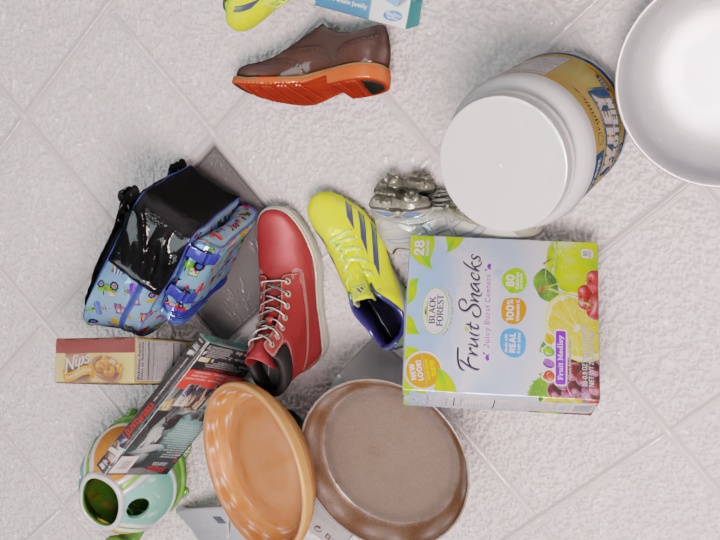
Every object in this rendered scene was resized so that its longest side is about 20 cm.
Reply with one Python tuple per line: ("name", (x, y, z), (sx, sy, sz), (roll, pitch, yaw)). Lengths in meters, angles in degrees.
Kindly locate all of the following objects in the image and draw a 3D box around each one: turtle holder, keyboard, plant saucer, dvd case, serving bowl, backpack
("turtle holder", (-0.316, 0.288, 1.426), (0.141, 0.132, 0.186), (42, 118, 4))
("keyboard", (-0.178, 0.329, 1.401), (0.199, 0.011, 0.057), (-18, 109, 51))
("plant saucer", (0.028, 0.207, 1.175), (0.197, 0.032, 0.203), (8, 111, 20))
("plant saucer", (-0.112, 0.222, 1.230), (0.199, 0.037, 0.203), (19, 116, 46))
("dvd case", (-0.215, 0.165, 1.294), (0.022, 0.146, 0.201), (40, 96, 22))
("serving bowl", (0.346, -0.184, 1.019), (0.197, 0.066, 0.203), (8, 111, 21))
("backpack", (-0.231, -0.005, 1.260), (0.134, 0.183, 0.201), (33, 111, 2))

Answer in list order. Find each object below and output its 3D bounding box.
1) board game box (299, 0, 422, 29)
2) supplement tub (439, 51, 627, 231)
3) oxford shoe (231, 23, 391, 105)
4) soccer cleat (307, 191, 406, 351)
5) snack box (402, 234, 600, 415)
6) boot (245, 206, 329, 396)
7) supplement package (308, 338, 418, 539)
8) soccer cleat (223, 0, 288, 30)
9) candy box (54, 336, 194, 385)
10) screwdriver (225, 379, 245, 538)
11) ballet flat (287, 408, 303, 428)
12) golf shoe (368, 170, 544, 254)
("board game box", (0.005, -0.370, 1.114), (0.149, 0.047, 0.203), (18, 114, 17))
("supplement tub", (0.168, -0.125, 1.034), (0.143, 0.200, 0.147), (10, 113, 24))
("oxford shoe", (-0.053, -0.228, 1.187), (0.197, 0.071, 0.074), (0, 79, 26))
("soccer cleat", (0.001, 0.000, 1.219), (0.064, 0.084, 0.202), (-31, 93, 29))
("snack box", (0.144, 0.056, 1.108), (0.197, 0.068, 0.171), (1, 69, 5))
("boot", (-0.098, 0.035, 1.240), (0.071, 0.144, 0.203), (-5, 105, 24))
("supplement package", (-0.005, 0.206, 1.272), (0.117, 0.117, 0.201), (35, 117, 8))
("soccer cleat", (-0.067, -0.310, 1.094), (0.084, 0.065, 0.200), (46, 119, 2))
("candy box", (-0.262, 0.111, 1.303), (0.114, 0.199, 0.056), (-3, 84, 23))
("screwdriver", (-0.161, 0.228, 1.328), (0.028, 0.203, 0.029), (-17, 145, 32))
("ballet flat", (-0.136, 0.258, 1.372), (0.068, 0.068, 0.202), (52, 126, 53))
("golf shoe", (0.108, -0.049, 1.177), (0.197, 0.079, 0.098), (10, 131, 23))
